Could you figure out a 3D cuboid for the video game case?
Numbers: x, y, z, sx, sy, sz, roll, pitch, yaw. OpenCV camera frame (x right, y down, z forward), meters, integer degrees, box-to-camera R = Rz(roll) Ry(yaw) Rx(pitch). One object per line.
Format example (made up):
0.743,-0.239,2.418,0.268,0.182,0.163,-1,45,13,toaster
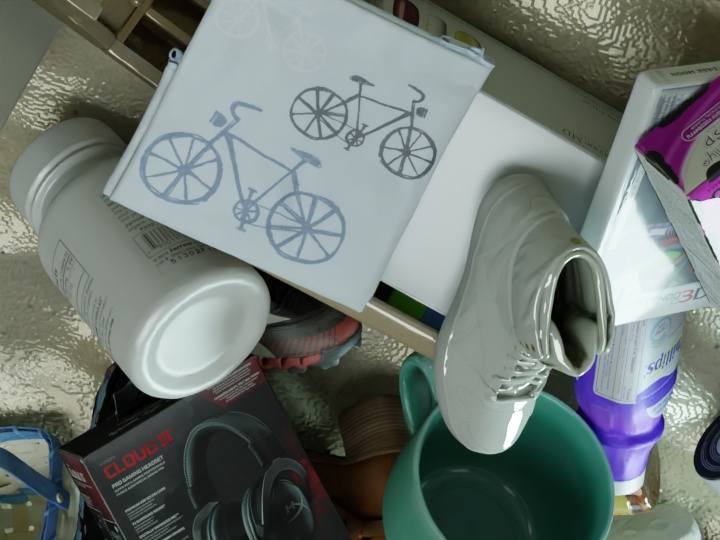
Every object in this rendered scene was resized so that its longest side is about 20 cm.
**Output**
0.226,-0.052,1.565,0.182,0.023,0.200,-10,132,-34,video game case

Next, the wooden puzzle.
0.000,0.000,1.676,0.185,0.200,0.046,28,96,-9,wooden puzzle

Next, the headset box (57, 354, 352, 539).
-0.111,0.162,1.718,0.200,0.149,0.077,64,162,-12,headset box

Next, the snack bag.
-0.040,-0.092,1.521,0.188,0.021,0.200,24,110,-11,snack bag

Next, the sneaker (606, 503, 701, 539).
0.185,0.263,1.890,0.200,0.081,0.147,-8,122,14,sneaker

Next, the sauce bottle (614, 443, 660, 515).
0.127,0.157,1.831,0.200,0.066,0.066,-3,128,20,sauce bottle

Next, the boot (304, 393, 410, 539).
-0.017,0.203,1.834,0.074,0.155,0.200,7,147,-34,boot

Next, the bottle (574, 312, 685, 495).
0.191,0.067,1.707,0.065,0.084,0.200,21,124,26,bottle

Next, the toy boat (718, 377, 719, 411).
0.349,0.096,1.652,0.200,0.131,0.131,18,175,-1,toy boat

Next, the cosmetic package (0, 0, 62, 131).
-0.292,-0.130,1.613,0.113,0.200,0.081,42,126,-17,cosmetic package

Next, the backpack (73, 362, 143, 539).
-0.144,0.168,1.844,0.134,0.200,0.183,5,178,-22,backpack

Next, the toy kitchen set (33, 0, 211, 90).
-0.102,-0.201,1.538,0.180,0.200,0.163,36,87,-16,toy kitchen set

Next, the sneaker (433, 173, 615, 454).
0.105,0.053,1.530,0.074,0.116,0.200,-5,121,-21,sneaker

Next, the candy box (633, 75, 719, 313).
0.268,-0.052,1.534,0.136,0.061,0.200,-39,143,-2,candy box

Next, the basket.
-0.314,0.192,1.913,0.176,0.139,0.200,-10,156,24,basket

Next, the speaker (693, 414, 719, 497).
0.339,0.186,1.784,0.081,0.081,0.200,-29,118,33,speaker

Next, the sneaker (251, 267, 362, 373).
-0.095,0.016,1.766,0.200,0.071,0.098,12,133,7,sneaker

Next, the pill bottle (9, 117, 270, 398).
-0.160,-0.014,1.673,0.200,0.114,0.114,48,143,34,pill bottle

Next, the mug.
0.093,0.158,1.720,0.152,0.185,0.114,11,149,-12,mug

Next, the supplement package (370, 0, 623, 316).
0.061,-0.070,1.604,0.200,0.111,0.156,29,115,-10,supplement package
